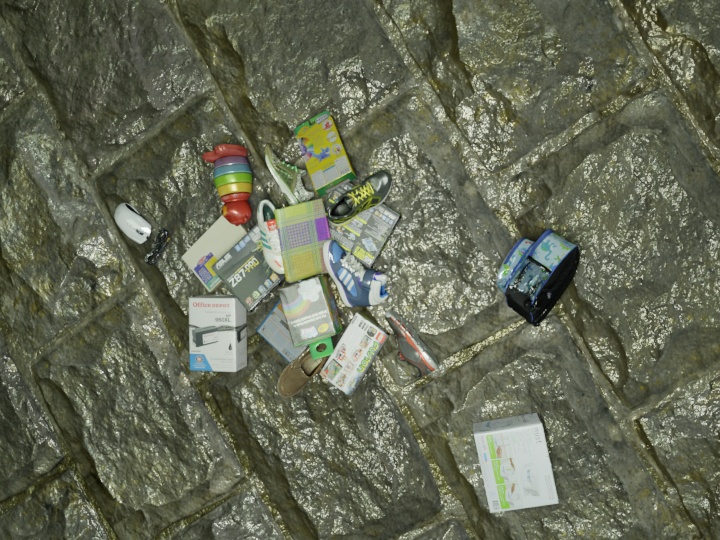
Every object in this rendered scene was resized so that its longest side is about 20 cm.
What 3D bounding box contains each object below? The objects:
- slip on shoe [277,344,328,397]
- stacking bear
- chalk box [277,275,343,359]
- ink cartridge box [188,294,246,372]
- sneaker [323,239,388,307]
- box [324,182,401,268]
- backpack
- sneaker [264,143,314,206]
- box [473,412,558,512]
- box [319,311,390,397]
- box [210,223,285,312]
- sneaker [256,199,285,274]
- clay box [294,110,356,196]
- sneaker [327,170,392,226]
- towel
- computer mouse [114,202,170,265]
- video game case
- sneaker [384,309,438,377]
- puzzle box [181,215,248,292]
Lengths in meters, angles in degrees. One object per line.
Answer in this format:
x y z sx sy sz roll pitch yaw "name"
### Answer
-0.155 0.275 1.491 0.200 0.061 0.076 -44 103 7 "slip on shoe"
-0.346 -0.225 1.486 0.120 0.112 0.205 -9 90 48 "stacking bear"
-0.123 0.126 1.434 0.122 0.124 0.205 -17 88 6 "chalk box"
-0.399 0.173 1.528 0.141 0.084 0.206 0 92 10 "ink cartridge box"
0.000 0.000 1.417 0.144 0.081 0.204 -11 112 29 "sneaker"
-0.012 -0.128 1.461 0.198 0.044 0.162 32 99 9 "box"
0.425 0.003 1.315 0.146 0.183 0.201 39 89 27 "backpack"
-0.192 -0.260 1.486 0.087 0.077 0.203 -30 92 -3 "sneaker"
0.390 0.485 1.383 0.172 0.097 0.205 -13 90 10 "box"
-0.016 0.227 1.482 0.109 0.035 0.202 33 98 8 "box"
-0.280 -0.014 1.485 0.199 0.049 0.162 -42 85 -9 "box"
-0.230 -0.091 1.429 0.069 0.093 0.205 -15 83 -9 "sneaker"
-0.096 -0.313 1.449 0.113 0.048 0.204 -24 69 11 "clay box"
-0.002 -0.180 1.392 0.199 0.085 0.075 -39 85 10 "sneaker"
-0.145 -0.075 1.424 0.141 0.023 0.205 -16 109 -20 "towel"
-0.649 -0.118 1.585 0.199 0.044 0.110 39 100 7 "computer mouse"
-0.179 0.139 1.519 0.143 0.018 0.201 40 99 7 "video game case"
0.117 0.198 1.437 0.082 0.077 0.201 -40 84 16 "sneaker"
-0.398 -0.055 1.548 0.199 0.025 0.134 -42 86 10 "puzzle box"
